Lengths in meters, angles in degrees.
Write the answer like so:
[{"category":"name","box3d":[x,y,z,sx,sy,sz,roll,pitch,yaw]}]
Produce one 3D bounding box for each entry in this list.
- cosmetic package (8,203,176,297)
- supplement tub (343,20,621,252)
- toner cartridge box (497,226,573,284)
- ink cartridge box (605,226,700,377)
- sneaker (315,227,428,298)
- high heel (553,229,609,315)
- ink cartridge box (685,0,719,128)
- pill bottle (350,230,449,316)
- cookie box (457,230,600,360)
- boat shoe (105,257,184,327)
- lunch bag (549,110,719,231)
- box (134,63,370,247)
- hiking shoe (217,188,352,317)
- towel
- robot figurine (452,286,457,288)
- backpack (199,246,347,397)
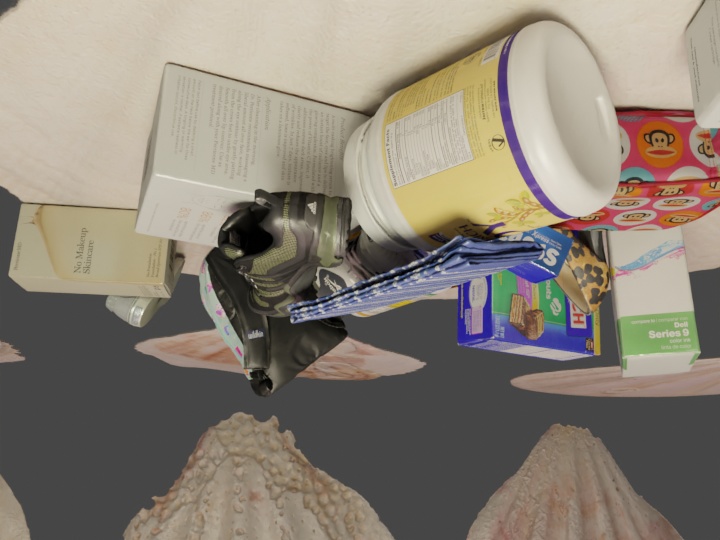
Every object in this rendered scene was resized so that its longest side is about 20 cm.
[{"category":"cosmetic package","box3d":[-0.355,-0.025,0.912,0.195,0.106,0.073,2,163,-7]},{"category":"supplement tub","box3d":[0.095,-0.097,0.559,0.144,0.149,0.198,17,158,-42]},{"category":"toner cartridge box","box3d":[0.118,-0.053,0.716,0.197,0.044,0.095,28,174,2]},{"category":"ink cartridge box","box3d":[0.346,0.015,0.813,0.086,0.205,0.145,-8,161,20]},{"category":"sneaker","box3d":[0.000,0.000,0.717,0.128,0.080,0.199,-34,-178,12]},{"category":"high heel","box3d":[0.199,-0.024,0.793,0.195,0.146,0.072,4,164,-8]},{"category":"ink cartridge box","box3d":[0.309,-0.171,0.403,0.141,0.087,0.200,0,164,3]},{"category":"pill bottle","box3d":[0.025,-0.002,0.907,0.198,0.115,0.112,-22,153,40]},{"category":"cookie box","box3d":[0.227,0.022,0.900,0.196,0.175,0.075,11,164,-30]},{"category":"boat shoe","box3d":[-0.324,0.017,1.022,0.070,0.071,0.201,26,-161,-5]},{"category":"lunch bag","box3d":[0.258,-0.088,0.686,0.195,0.084,0.177,1,164,0]},{"category":"box","box3d":[-0.107,-0.093,0.657,0.196,0.109,0.152,9,161,-23]},{"category":"hiking shoe","box3d":[-0.082,-0.021,0.607,0.099,0.077,0.200,17,149,-19]},{"category":"towel","box3d":[0.047,0.008,0.593,0.198,0.024,0.143,-20,170,38]},{"category":"robot figurine","box3d":[0.097,-0.001,1.026,0.197,0.060,0.144,-13,157,39]},{"category":"backpack","box3d":[-0.130,0.045,0.880,0.166,0.202,0.126,-34,180,-32]}]
